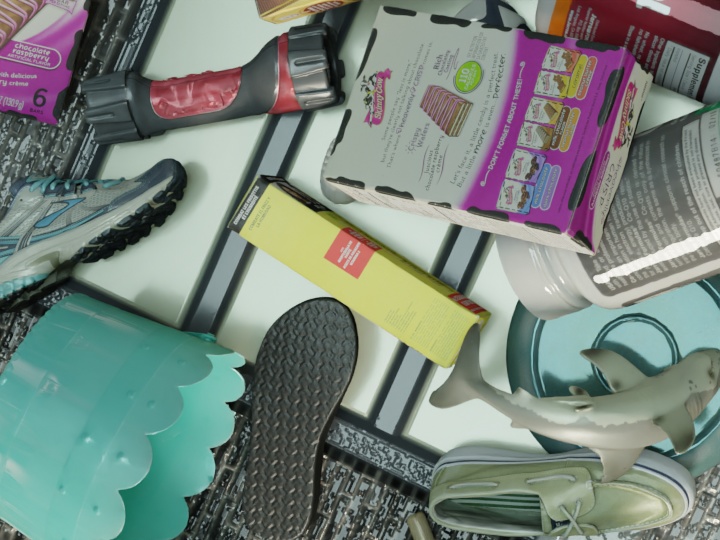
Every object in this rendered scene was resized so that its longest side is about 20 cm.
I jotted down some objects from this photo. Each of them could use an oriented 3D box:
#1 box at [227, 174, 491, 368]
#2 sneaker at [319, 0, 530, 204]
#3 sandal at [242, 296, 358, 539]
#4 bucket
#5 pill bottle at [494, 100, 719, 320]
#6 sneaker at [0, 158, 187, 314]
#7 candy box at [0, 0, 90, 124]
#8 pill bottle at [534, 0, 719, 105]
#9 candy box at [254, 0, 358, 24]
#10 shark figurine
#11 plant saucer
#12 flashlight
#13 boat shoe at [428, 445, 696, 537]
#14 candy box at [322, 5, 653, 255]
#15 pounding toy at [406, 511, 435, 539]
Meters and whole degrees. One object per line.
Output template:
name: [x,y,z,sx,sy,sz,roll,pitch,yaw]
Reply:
box: [0.000,0.000,1.582,0.200,0.075,0.050,34,97,10]
sneaker: [0.073,-0.095,1.561,0.199,0.079,0.130,-43,74,-1]
sandal: [-0.049,0.109,1.613,0.075,0.048,0.201,18,107,9]
bucket: [-0.190,0.124,1.563,0.135,0.207,0.208,26,96,12]
pill bottle: [0.203,-0.039,1.479,0.200,0.113,0.113,-21,87,29]
sneaker: [-0.230,-0.045,1.627,0.200,0.078,0.086,-29,82,10]
candy box: [-0.271,-0.225,1.587,0.136,0.061,0.200,12,107,-16]
pill bottle: [0.236,-0.187,1.511,0.200,0.113,0.113,23,95,10]
candy box: [0.012,-0.258,1.489,0.199,0.056,0.117,-15,88,13]
shark figurine: [0.159,0.113,1.498,0.214,0.128,0.090,1,129,-3]
plant saucer: [0.207,0.065,1.566,0.200,0.027,0.201,0,91,11]
flashlight: [-0.114,-0.143,1.605,0.199,0.068,0.068,-8,91,11]
boat shoe: [0.147,0.173,1.551,0.199,0.062,0.072,-1,123,17]
candy box: [0.087,-0.099,1.460,0.200,0.061,0.137,15,81,30]
pounding toy: [0.095,0.311,1.553,0.199,0.142,0.185,16,108,13]
